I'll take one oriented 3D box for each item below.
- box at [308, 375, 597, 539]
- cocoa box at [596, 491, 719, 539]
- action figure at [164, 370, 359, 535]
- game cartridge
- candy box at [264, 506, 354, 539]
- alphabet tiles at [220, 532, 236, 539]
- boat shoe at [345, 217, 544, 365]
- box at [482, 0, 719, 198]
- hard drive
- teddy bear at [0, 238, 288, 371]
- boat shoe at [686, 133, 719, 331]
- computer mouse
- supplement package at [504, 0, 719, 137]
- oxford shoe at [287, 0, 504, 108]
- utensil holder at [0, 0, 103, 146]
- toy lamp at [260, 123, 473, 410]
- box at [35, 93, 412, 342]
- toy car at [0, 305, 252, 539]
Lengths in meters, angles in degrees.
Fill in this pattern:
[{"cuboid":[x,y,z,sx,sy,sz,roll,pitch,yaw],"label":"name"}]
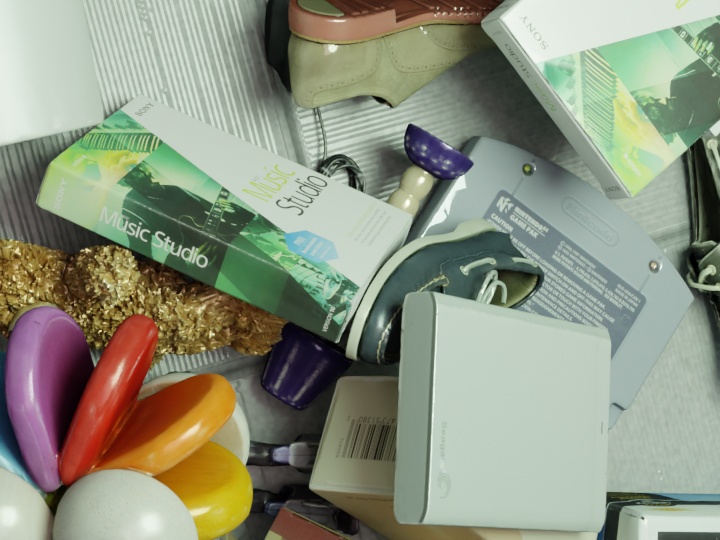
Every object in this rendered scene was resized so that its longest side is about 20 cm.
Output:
[{"cuboid":[0.066,0.142,1.198,0.200,0.095,0.078,37,60,-43],"label":"box"},{"cuboid":[0.250,0.224,1.288,0.199,0.131,0.134,3,90,-18],"label":"cocoa box"},{"cuboid":[-0.097,0.131,1.210,0.199,0.069,0.131,4,97,-14],"label":"action figure"},{"cuboid":[0.130,0.002,1.299,0.200,0.041,0.133,36,83,-15],"label":"game cartridge"},{"cuboid":[0.037,0.223,1.193,0.200,0.115,0.055,33,79,-39],"label":"candy box"},{"cuboid":[-0.062,0.257,1.124,0.008,0.200,0.167,-23,124,14],"label":"alphabet tiles"},{"cuboid":[0.056,0.021,1.168,0.062,0.200,0.075,31,112,17],"label":"boat shoe"},{"cuboid":[0.195,-0.163,1.195,0.200,0.036,0.144,-41,101,-12],"label":"box"},{"cuboid":[0.091,0.090,1.137,0.200,0.026,0.132,12,78,-52],"label":"hard drive"},{"cuboid":[-0.141,0.027,1.159,0.199,0.145,0.067,10,76,-23],"label":"teddy bear"},{"cuboid":[0.262,-0.007,1.327,0.063,0.071,0.201,-2,83,-18],"label":"boat shoe"},{"cuboid":[-0.026,-0.108,1.249,0.058,0.034,0.201,-9,94,-18],"label":"computer mouse"},{"cuboid":[0.229,-0.212,1.290,0.156,0.111,0.200,44,78,-13],"label":"supplement package"},{"cuboid":[0.028,-0.149,1.242,0.199,0.070,0.075,-10,119,-37],"label":"oxford shoe"},{"cuboid":[-0.249,-0.169,1.109,0.169,0.170,0.201,-15,97,-17],"label":"utensil holder"},{"cuboid":[0.000,0.000,1.235,0.058,0.058,0.200,32,90,-15],"label":"toy lamp"},{"cuboid":[-0.079,-0.037,1.145,0.199,0.144,0.036,23,116,6],"label":"box"},{"cuboid":[-0.163,0.093,1.078,0.199,0.175,0.151,1,115,11],"label":"toy car"}]
